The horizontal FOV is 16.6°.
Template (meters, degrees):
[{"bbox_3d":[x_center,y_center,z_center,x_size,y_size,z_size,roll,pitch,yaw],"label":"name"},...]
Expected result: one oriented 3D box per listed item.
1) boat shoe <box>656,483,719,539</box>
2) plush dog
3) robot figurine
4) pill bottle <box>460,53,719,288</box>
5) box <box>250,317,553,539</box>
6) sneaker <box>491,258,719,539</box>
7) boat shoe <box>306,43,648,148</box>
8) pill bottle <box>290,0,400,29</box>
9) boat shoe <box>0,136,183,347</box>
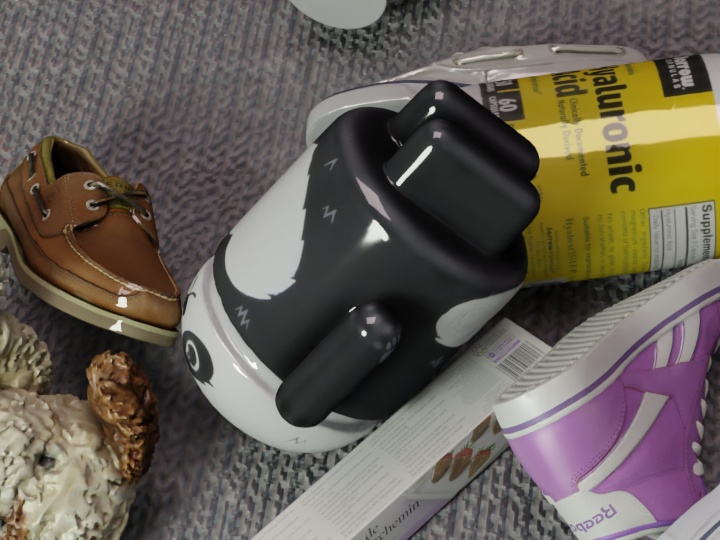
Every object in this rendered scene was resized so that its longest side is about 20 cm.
[{"bbox_3d":[0.181,0.141,1.147,0.067,0.074,0.200,23,55,30],"label":"boat shoe"},{"bbox_3d":[-0.192,0.094,1.234,0.172,0.160,0.200,37,91,18],"label":"plush dog"},{"bbox_3d":[-0.001,0.000,1.210,0.125,0.200,0.150,54,28,18],"label":"robot figurine"},{"bbox_3d":[0.153,-0.055,1.300,0.200,0.111,0.111,-8,48,1],"label":"pill bottle"},{"bbox_3d":[0.021,0.102,1.232,0.041,0.039,0.200,33,61,33],"label":"box"},{"bbox_3d":[0.146,0.074,1.227,0.073,0.114,0.200,-29,4,43],"label":"sneaker"},{"bbox_3d":[0.069,-0.094,1.377,0.200,0.072,0.066,-8,43,2],"label":"boat shoe"},{"bbox_3d":[0.017,-0.237,1.483,0.111,0.111,0.200,11,52,18],"label":"pill bottle"},{"bbox_3d":[-0.144,-0.021,1.298,0.200,0.072,0.068,34,101,54],"label":"boat shoe"}]
